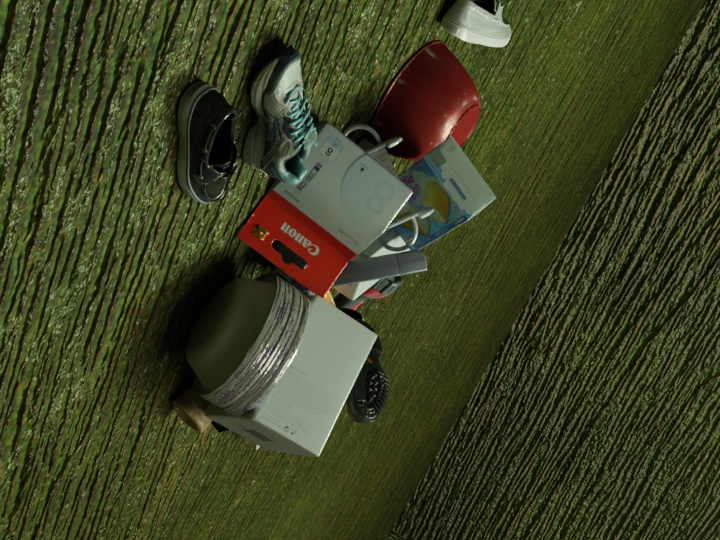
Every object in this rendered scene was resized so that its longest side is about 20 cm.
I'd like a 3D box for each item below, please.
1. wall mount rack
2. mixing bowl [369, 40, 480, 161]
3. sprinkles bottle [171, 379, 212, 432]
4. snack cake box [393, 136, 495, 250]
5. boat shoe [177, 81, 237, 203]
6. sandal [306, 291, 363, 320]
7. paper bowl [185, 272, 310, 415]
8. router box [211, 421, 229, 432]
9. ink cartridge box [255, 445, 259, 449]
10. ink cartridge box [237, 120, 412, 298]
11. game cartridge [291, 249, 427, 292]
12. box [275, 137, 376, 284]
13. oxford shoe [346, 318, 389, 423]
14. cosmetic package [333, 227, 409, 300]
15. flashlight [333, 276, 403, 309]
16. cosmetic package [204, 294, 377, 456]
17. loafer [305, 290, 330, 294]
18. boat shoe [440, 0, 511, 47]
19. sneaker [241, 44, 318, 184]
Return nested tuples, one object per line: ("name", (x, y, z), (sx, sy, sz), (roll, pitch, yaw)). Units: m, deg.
("wall mount rack", (0.003, -0.105, 1.671), (0.173, 0.201, 0.075), (-25, -171, 0))
("mixing bowl", (0.117, -0.245, 1.804), (0.200, 0.108, 0.200), (-48, 162, -21))
("sprinkles bottle", (-0.203, 0.158, 1.795), (0.200, 0.068, 0.068), (-46, 162, -22))
("snack cake box", (0.108, -0.113, 1.759), (0.067, 0.115, 0.200), (-38, -178, -25))
("boat shoe", (-0.172, -0.134, 1.330), (0.069, 0.057, 0.200), (-46, 161, -25))
("sandal", (-0.029, 0.083, 1.838), (0.079, 0.059, 0.207), (-72, 146, -52))
("paper bowl", (-0.167, 0.092, 1.612), (0.201, 0.104, 0.201), (-46, -158, 24))
("router box", (-0.149, 0.175, 1.882), (0.200, 0.051, 0.149), (-44, -169, -33))
("ink cartridge box", (-0.137, 0.212, 2.115), (0.200, 0.045, 0.177), (-42, 159, -33))
("ink cartridge box", (-0.049, -0.081, 1.597), (0.200, 0.160, 0.047), (-54, -161, -2))
("game cartridge", (0.000, 0.000, 1.709), (0.133, 0.199, 0.041), (-69, 148, -85))
("box", (-0.049, -0.090, 1.770), (0.200, 0.041, 0.156), (-46, 162, -28))
("oxford shoe", (-0.007, 0.167, 1.733), (0.084, 0.073, 0.200), (-44, -155, 24))
("cosmetic package", (0.030, -0.046, 1.889), (0.200, 0.074, 0.102), (-39, 159, -46))
("flashlight", (-0.012, 0.057, 2.021), (0.200, 0.068, 0.068), (-44, 175, 31))
("cosmetic package", (-0.104, 0.154, 1.694), (0.199, 0.123, 0.201), (-10, -129, 63))
("loafer", (-0.075, 0.051, 1.919), (0.071, 0.073, 0.200), (-50, 163, -11))
("boat shoe", (0.190, -0.396, 1.789), (0.200, 0.072, 0.069), (-8, 133, -55))
("sneaker", (-0.084, -0.187, 1.411), (0.078, 0.086, 0.200), (-43, 160, -33))
